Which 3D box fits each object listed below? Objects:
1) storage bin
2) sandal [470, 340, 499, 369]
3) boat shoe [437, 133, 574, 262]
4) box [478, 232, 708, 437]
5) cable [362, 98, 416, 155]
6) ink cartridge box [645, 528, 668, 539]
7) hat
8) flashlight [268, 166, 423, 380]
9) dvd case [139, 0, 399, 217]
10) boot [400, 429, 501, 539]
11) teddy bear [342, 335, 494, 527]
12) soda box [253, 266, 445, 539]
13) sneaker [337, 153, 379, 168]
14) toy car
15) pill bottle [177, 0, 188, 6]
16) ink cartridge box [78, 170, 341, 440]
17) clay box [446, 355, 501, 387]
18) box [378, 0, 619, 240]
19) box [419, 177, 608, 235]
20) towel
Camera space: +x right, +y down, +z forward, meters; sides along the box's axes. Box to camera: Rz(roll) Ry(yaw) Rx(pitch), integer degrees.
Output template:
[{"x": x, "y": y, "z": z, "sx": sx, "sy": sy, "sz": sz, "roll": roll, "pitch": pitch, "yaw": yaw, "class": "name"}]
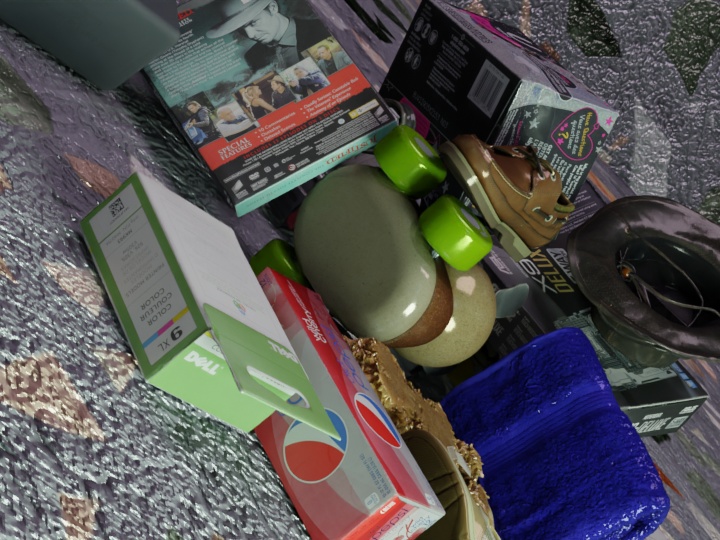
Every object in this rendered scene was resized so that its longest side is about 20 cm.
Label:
[{"x": -0.215, "y": -0.240, "z": 1.566, "sx": 0.200, "sy": 0.145, "sz": 0.134, "roll": 35, "pitch": 30, "yaw": -47, "class": "storage bin"}, {"x": 0.039, "y": 0.024, "z": 1.810, "sx": 0.201, "sy": 0.057, "sz": 0.080, "roll": 37, "pitch": 16, "yaw": 13, "class": "sandal"}, {"x": 0.114, "y": -0.070, "z": 1.578, "sx": 0.072, "sy": 0.068, "sz": 0.200, "roll": 59, "pitch": 6, "yaw": 19, "class": "boat shoe"}, {"x": 0.177, "y": 0.054, "z": 1.727, "sx": 0.158, "sy": 0.050, "sz": 0.200, "roll": -1, "pitch": 46, "yaw": -50, "class": "box"}, {"x": -0.035, "y": -0.119, "z": 1.776, "sx": 0.050, "sy": 0.097, "sz": 0.200, "roll": 24, "pitch": -4, "yaw": -35, "class": "cable"}, {"x": 0.184, "y": 0.217, "z": 1.653, "sx": 0.145, "sy": 0.087, "sz": 0.200, "roll": 31, "pitch": 23, "yaw": -55, "class": "ink cartridge box"}, {"x": 0.250, "y": 0.029, "z": 1.711, "sx": 0.200, "sy": 0.081, "sz": 0.201, "roll": 14, "pitch": 38, "yaw": -11, "class": "hat"}, {"x": 0.000, "y": 0.000, "z": 1.732, "sx": 0.200, "sy": 0.068, "sz": 0.068, "roll": 57, "pitch": 18, "yaw": 11, "class": "flashlight"}, {"x": -0.081, "y": -0.147, "z": 1.611, "sx": 0.200, "sy": 0.146, "sz": 0.022, "roll": 54, "pitch": -13, "yaw": 30, "class": "dvd case"}, {"x": 0.088, "y": 0.210, "z": 1.390, "sx": 0.155, "sy": 0.072, "sz": 0.200, "roll": 29, "pitch": 33, "yaw": -54, "class": "boot"}, {"x": 0.032, "y": 0.131, "z": 1.488, "sx": 0.200, "sy": 0.067, "sz": 0.145, "roll": 42, "pitch": 23, "yaw": -52, "class": "teddy bear"}, {"x": -0.027, "y": 0.096, "z": 1.349, "sx": 0.063, "sy": 0.070, "sz": 0.200, "roll": 29, "pitch": 24, "yaw": -53, "class": "soda box"}, {"x": -0.012, "y": -0.104, "z": 1.828, "sx": 0.200, "sy": 0.075, "sz": 0.100, "roll": -154, "pitch": -131, "yaw": -65, "class": "sneaker"}, {"x": 0.047, "y": 0.014, "z": 1.599, "sx": 0.200, "sy": 0.164, "sz": 0.158, "roll": 31, "pitch": 22, "yaw": -49, "class": "toy car"}, {"x": -0.099, "y": -0.151, "z": 1.714, "sx": 0.112, "sy": 0.112, "sz": 0.200, "roll": 40, "pitch": 16, "yaw": -32, "class": "pill bottle"}, {"x": -0.098, "y": 0.038, "z": 1.305, "sx": 0.104, "sy": 0.059, "sz": 0.200, "roll": 33, "pitch": 21, "yaw": -48, "class": "ink cartridge box"}, {"x": 0.137, "y": 0.078, "z": 1.827, "sx": 0.048, "sy": 0.115, "sz": 0.200, "roll": 30, "pitch": 23, "yaw": -56, "class": "clay box"}, {"x": 0.114, "y": -0.137, "z": 1.805, "sx": 0.115, "sy": 0.132, "sz": 0.200, "roll": 15, "pitch": 20, "yaw": -32, "class": "box"}, {"x": 0.148, "y": -0.033, "z": 1.999, "sx": 0.182, "sy": 0.104, "sz": 0.200, "roll": 56, "pitch": -23, "yaw": 26, "class": "box"}, {"x": 0.138, "y": 0.144, "z": 1.567, "sx": 0.050, "sy": 0.148, "sz": 0.200, "roll": 42, "pitch": 17, "yaw": -43, "class": "towel"}]
